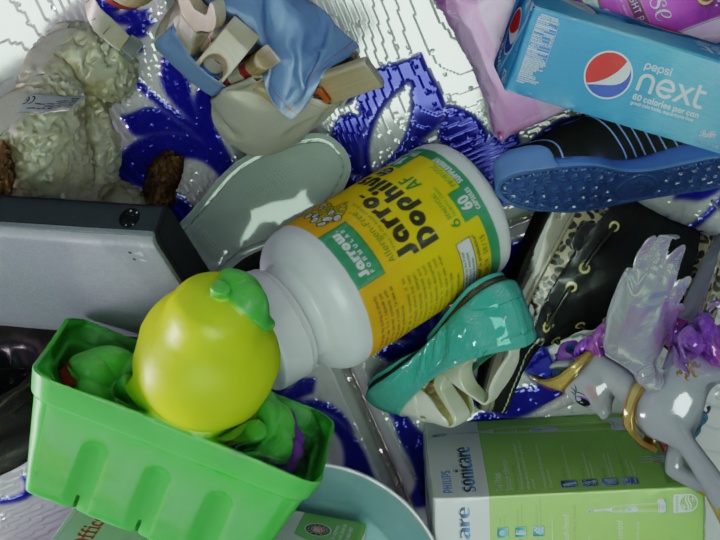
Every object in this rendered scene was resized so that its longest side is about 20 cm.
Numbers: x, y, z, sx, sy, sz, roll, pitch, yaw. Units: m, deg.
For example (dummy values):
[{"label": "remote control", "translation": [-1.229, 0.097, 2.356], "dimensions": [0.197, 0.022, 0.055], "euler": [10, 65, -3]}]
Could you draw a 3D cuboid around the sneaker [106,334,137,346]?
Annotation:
[{"label": "sneaker", "translation": [-0.115, 0.071, 1.564], "dimensions": [0.076, 0.200, 0.075], "euler": [60, 143, 9]}]

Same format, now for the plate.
[{"label": "plate", "translation": [-0.032, 0.232, 1.566], "dimensions": [0.200, 0.026, 0.201], "euler": [2, 104, 9]}]

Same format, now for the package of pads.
[{"label": "package of pads", "translation": [0.162, -0.187, 1.532], "dimensions": [0.200, 0.076, 0.121], "euler": [-24, 109, 6]}]

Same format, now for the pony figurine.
[{"label": "pony figurine", "translation": [0.228, 0.067, 1.494], "dimensions": [0.200, 0.166, 0.193], "euler": [36, 114, 23]}]

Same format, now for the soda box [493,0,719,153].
[{"label": "soda box", "translation": [0.197, -0.134, 1.477], "dimensions": [0.200, 0.068, 0.064], "euler": [16, 108, -9]}]

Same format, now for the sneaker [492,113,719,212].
[{"label": "sneaker", "translation": [0.184, -0.094, 1.546], "dimensions": [0.200, 0.078, 0.070], "euler": [-6, 152, -17]}]

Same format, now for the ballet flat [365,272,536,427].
[{"label": "ballet flat", "translation": [0.066, 0.075, 1.566], "dimensions": [0.067, 0.200, 0.070], "euler": [-17, 72, -35]}]

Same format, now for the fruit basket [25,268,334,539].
[{"label": "fruit basket", "translation": [-0.110, 0.076, 1.409], "dimensions": [0.215, 0.156, 0.216], "euler": [1, 105, 4]}]

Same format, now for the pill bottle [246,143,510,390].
[{"label": "pill bottle", "translation": [0.000, 0.000, 1.526], "dimensions": [0.200, 0.113, 0.113], "euler": [-31, 108, -24]}]

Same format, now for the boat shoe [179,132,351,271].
[{"label": "boat shoe", "translation": [-0.093, -0.031, 1.587], "dimensions": [0.200, 0.060, 0.076], "euler": [-33, 86, 0]}]

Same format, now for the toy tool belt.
[{"label": "toy tool belt", "translation": [-0.083, -0.176, 1.499], "dimensions": [0.200, 0.123, 0.125], "euler": [39, 60, -15]}]

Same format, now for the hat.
[{"label": "hat", "translation": [-0.277, 0.106, 1.564], "dimensions": [0.200, 0.201, 0.081], "euler": [-22, 112, 6]}]

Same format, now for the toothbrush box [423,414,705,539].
[{"label": "toothbrush box", "translation": [0.150, 0.174, 1.610], "dimensions": [0.200, 0.146, 0.086], "euler": [-2, 108, -1]}]

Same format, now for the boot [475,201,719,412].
[{"label": "boot", "translation": [0.181, 0.034, 1.605], "dimensions": [0.150, 0.073, 0.200], "euler": [20, 98, -7]}]

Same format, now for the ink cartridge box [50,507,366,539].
[{"label": "ink cartridge box", "translation": [-0.107, 0.220, 1.485], "dimensions": [0.200, 0.146, 0.084], "euler": [9, 106, 7]}]

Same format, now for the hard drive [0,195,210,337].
[{"label": "hard drive", "translation": [-0.202, -0.003, 1.458], "dimensions": [0.200, 0.033, 0.140], "euler": [4, 150, 22]}]

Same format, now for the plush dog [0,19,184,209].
[{"label": "plush dog", "translation": [-0.219, -0.055, 1.545], "dimensions": [0.200, 0.161, 0.172], "euler": [-30, 129, 8]}]
